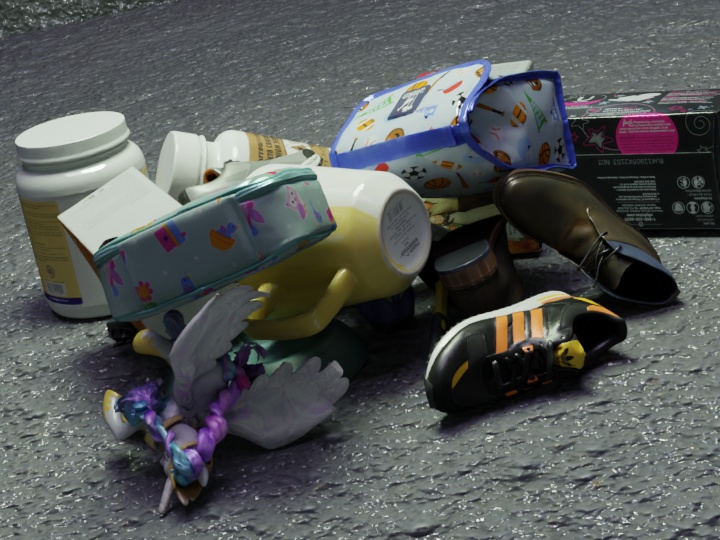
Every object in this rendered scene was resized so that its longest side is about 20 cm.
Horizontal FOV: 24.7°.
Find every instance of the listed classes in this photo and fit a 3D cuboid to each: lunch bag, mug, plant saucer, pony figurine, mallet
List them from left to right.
[{"bbox_3d":[-0.134,0.103,1.423,0.193,0.167,0.200,-47,31,-4],"label":"pony figurine"},{"bbox_3d":[-0.126,-0.024,1.422,0.200,0.077,0.160,-22,2,16],"label":"lunch bag"},{"bbox_3d":[-0.094,0.079,1.587,0.200,0.036,0.200,-9,20,3],"label":"plant saucer"},{"bbox_3d":[-0.021,-0.013,1.534,0.153,0.187,0.149,-3,-17,37],"label":"mug"},{"bbox_3d":[0.084,0.048,1.584,0.041,0.066,0.200,-40,26,25],"label":"mallet"},{"bbox_3d":[0.088,-0.133,1.614,0.170,0.124,0.200,-12,1,37],"label":"lunch bag"}]

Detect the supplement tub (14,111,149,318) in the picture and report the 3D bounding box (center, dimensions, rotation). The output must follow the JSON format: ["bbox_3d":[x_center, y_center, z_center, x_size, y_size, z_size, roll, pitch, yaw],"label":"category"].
[{"bbox_3d":[-0.299,-0.063,1.829,0.145,0.200,0.145,-9,20,3],"label":"supplement tub"}]

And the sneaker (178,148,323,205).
[{"bbox_3d":[-0.106,-0.087,1.648,0.079,0.074,0.200,43,36,8],"label":"sneaker"}]

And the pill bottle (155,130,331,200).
[{"bbox_3d":[-0.124,-0.097,1.860,0.200,0.114,0.114,9,14,-19],"label":"pill bottle"}]

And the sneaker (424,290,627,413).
[{"bbox_3d":[0.147,0.071,1.435,0.200,0.070,0.090,-24,21,-36],"label":"sneaker"}]

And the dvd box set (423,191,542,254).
[{"bbox_3d":[0.088,-0.084,1.765,0.200,0.147,0.029,-4,10,15],"label":"dvd box set"}]

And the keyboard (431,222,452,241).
[{"bbox_3d":[0.016,-0.045,1.682,0.200,0.056,0.011,21,27,-30],"label":"keyboard"}]

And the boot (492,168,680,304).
[{"bbox_3d":[0.219,-0.032,1.558,0.200,0.075,0.097,25,14,-29],"label":"boot"}]

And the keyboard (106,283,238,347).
[{"bbox_3d":[-0.184,0.042,1.705,0.200,0.021,0.127,-12,17,33],"label":"keyboard"}]

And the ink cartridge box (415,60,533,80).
[{"bbox_3d":[0.122,-0.140,1.898,0.145,0.145,0.200,-3,22,20],"label":"ink cartridge box"}]

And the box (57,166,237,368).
[{"bbox_3d":[-0.206,-0.007,1.625,0.097,0.124,0.200,-35,27,-11],"label":"box"}]

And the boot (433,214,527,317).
[{"bbox_3d":[0.119,0.011,1.581,0.075,0.097,0.200,-21,12,16],"label":"boot"}]

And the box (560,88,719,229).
[{"bbox_3d":[0.303,-0.118,1.769,0.200,0.132,0.115,0,20,27],"label":"box"}]

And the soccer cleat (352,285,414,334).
[{"bbox_3d":[0.001,0.000,1.678,0.065,0.084,0.200,-18,21,-17],"label":"soccer cleat"}]
